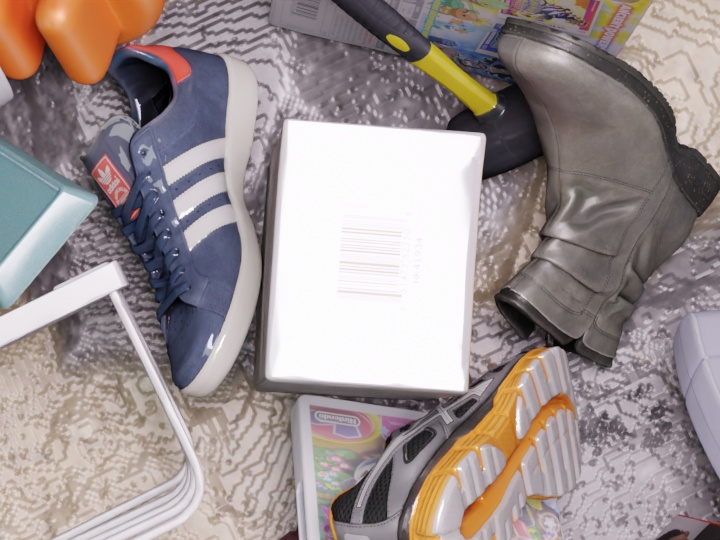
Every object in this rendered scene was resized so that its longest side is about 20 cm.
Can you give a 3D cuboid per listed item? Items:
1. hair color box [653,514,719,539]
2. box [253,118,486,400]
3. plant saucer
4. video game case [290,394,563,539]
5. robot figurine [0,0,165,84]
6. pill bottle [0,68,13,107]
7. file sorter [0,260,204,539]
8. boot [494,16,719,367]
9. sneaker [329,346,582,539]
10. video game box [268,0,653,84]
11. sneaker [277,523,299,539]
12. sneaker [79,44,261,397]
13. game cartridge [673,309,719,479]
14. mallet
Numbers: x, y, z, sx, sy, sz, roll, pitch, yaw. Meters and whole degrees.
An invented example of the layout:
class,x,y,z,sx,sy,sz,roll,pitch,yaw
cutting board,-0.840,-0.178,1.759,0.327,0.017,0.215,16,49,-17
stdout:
class,x,y,z,sx,sy,sz,roll,pitch,yaw
hair color box,0.165,0.181,1.223,0.061,0.200,0.102,43,85,0
box,0.000,0.000,1.225,0.097,0.200,0.125,4,86,-4
plant saucer,-0.203,-0.042,1.232,0.070,0.200,0.019,-51,127,-8
video game case,0.039,0.156,1.235,0.143,0.018,0.200,10,48,-18
robot figurine,-0.141,-0.195,1.261,0.116,0.144,0.200,27,62,-30
pill bottle,-0.275,-0.064,1.199,0.200,0.111,0.112,-34,89,-10
file sorter,-0.157,0.080,1.214,0.138,0.200,0.125,-25,92,-5
boot,0.109,-0.032,1.252,0.068,0.200,0.131,24,79,41
sneaker,0.054,0.092,1.236,0.077,0.200,0.078,-5,105,30
video game box,0.051,-0.152,1.238,0.182,0.200,0.047,16,77,-2
sneaker,-0.026,0.167,1.255,0.200,0.116,0.076,-30,88,-5
sneaker,-0.102,-0.030,1.251,0.084,0.075,0.200,16,52,-27
game cartridge,0.244,0.092,1.245,0.133,0.041,0.200,-8,46,-22
mallet,0.027,-0.104,1.256,0.200,0.066,0.041,28,44,-38
